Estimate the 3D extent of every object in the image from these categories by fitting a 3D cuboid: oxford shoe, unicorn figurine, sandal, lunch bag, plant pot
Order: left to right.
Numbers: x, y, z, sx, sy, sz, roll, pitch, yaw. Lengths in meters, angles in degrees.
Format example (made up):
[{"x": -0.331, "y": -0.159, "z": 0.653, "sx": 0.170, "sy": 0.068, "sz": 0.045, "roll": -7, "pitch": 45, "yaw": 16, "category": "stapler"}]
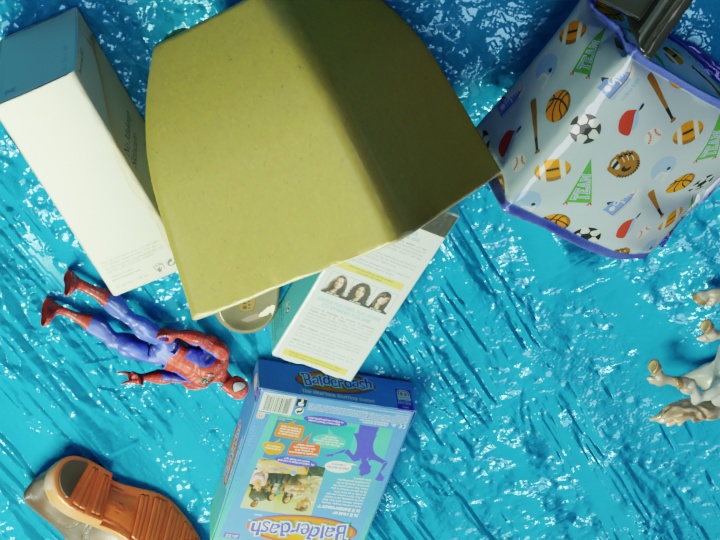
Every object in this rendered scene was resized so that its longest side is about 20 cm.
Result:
[{"x": -0.232, "y": 0.245, "z": 1.615, "sx": 0.073, "sy": 0.072, "sz": 0.200, "roll": -28, "pitch": 123, "yaw": 39, "category": "oxford shoe"}, {"x": -0.100, "y": -0.018, "z": 1.426, "sx": 0.080, "sy": 0.054, "sz": 0.201, "roll": -5, "pitch": 128, "yaw": -3, "category": "sandal"}, {"x": -0.047, "y": -0.109, "z": 1.260, "sx": 0.194, "sy": 0.194, "sz": 0.201, "roll": -21, "pitch": 96, "yaw": 32, "category": "plant pot"}, {"x": 0.213, "y": -0.106, "z": 1.350, "sx": 0.199, "sy": 0.124, "sz": 0.170, "roll": 22, "pitch": 120, "yaw": -33, "category": "lunch bag"}, {"x": 0.354, "y": 0.070, "z": 1.545, "sx": 0.136, "sy": 0.074, "sz": 0.200, "roll": 12, "pitch": 140, "yaw": -26, "category": "unicorn figurine"}]

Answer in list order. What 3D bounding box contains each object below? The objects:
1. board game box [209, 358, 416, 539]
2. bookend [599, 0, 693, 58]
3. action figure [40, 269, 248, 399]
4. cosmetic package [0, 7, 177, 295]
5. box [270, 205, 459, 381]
[{"x": -0.048, "y": 0.181, "z": 1.590, "sx": 0.151, "sy": 0.045, "sz": 0.201, "roll": 10, "pitch": 125, "yaw": -14, "category": "board game box"}, {"x": 0.127, "y": -0.269, "z": 1.170, "sx": 0.197, "sy": 0.201, "sz": 0.092, "roll": 21, "pitch": 122, "yaw": -22, "category": "bookend"}, {"x": -0.183, "y": 0.068, "z": 1.489, "sx": 0.199, "sy": 0.052, "sz": 0.066, "roll": 26, "pitch": 117, "yaw": -27, "category": "action figure"}, {"x": -0.208, "y": -0.091, "z": 1.328, "sx": 0.073, "sy": 0.104, "sz": 0.201, "roll": -20, "pitch": 128, "yaw": 8, "category": "cosmetic package"}, {"x": 0.000, "y": 0.000, "z": 1.455, "sx": 0.082, "sy": 0.049, "sz": 0.201, "roll": 20, "pitch": 123, "yaw": -21, "category": "box"}]
